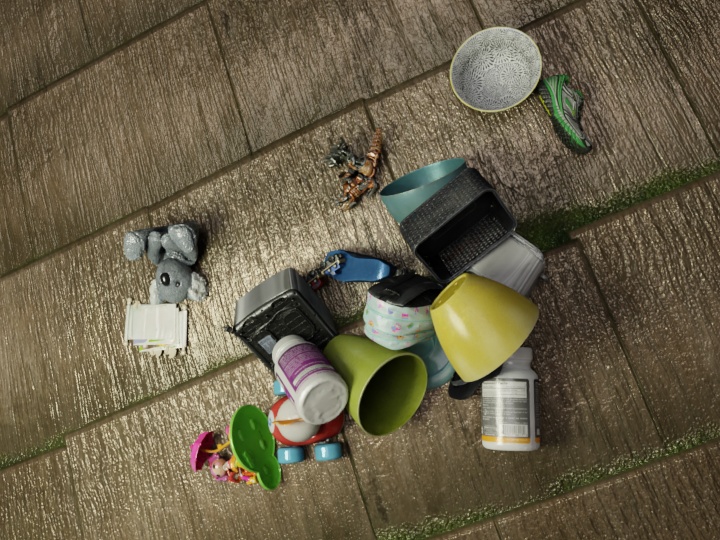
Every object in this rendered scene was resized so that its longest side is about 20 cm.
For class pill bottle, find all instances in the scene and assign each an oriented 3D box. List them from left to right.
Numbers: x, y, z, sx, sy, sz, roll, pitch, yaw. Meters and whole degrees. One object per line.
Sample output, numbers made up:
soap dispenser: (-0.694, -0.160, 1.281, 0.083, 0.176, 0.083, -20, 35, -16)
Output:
pill bottle: (-0.111, 0.216, 1.313, 0.113, 0.112, 0.200, -51, 36, 2)
pill bottle: (0.303, 0.259, 1.294, 0.115, 0.116, 0.202, -2, 78, 17)

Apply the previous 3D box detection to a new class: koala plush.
koala plush: (-0.464, -0.013, 1.585, 0.176, 0.184, 0.202, -8, 98, 4)

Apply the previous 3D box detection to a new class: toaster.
toaster: (-0.179, 0.113, 1.435, 0.180, 0.200, 0.119, -34, 31, 9)
toaster: (0.296, -0.015, 1.354, 0.200, 0.114, 0.129, 38, 88, 22)

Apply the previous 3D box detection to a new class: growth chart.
growth chart: (-0.524, 0.147, 1.628, 0.198, 0.018, 0.146, 3, 81, 18)

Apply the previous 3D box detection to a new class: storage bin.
storage bin: (0.196, -0.090, 1.288, 0.200, 0.135, 0.094, -39, 38, 9)

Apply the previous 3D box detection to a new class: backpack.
backpack: (0.097, 0.080, 1.313, 0.166, 0.199, 0.128, 16, 109, 36)

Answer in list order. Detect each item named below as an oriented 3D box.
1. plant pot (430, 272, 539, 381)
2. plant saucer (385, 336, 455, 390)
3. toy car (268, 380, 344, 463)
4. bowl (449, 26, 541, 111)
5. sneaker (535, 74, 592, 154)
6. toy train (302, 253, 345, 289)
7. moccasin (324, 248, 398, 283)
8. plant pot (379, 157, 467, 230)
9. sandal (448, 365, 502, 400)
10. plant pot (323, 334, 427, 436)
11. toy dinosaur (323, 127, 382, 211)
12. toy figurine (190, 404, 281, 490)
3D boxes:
plant pot: (0.217, 0.089, 1.217, 0.142, 0.200, 0.200, 45, 94, -4)
plant saucer: (0.135, 0.163, 1.413, 0.198, 0.027, 0.202, -4, 78, 18)
toy car: (-0.141, 0.321, 1.375, 0.175, 0.200, 0.186, -9, 76, 15)
bowl: (0.309, -0.435, 1.441, 0.199, 0.094, 0.203, -3, 79, 17)
sneaker: (0.456, -0.346, 1.386, 0.085, 0.078, 0.201, -24, 73, 11)
toy train: (-0.106, 0.022, 1.481, 0.200, 0.034, 0.046, -37, 79, 31)
moccasin: (0.000, 0.000, 1.461, 0.199, 0.068, 0.081, 17, 98, 43)
plant pot: (0.156, -0.144, 1.398, 0.199, 0.200, 0.136, -19, 106, 13)
sandal: (0.225, 0.205, 1.304, 0.042, 0.200, 0.077, 15, 55, -13)
plant pot: (0.010, 0.218, 1.363, 0.199, 0.187, 0.188, 30, 89, 46)
toy dinosaur: (-0.009, -0.245, 1.521, 0.135, 0.102, 0.201, 31, 71, 5)
toy figurine: (-0.302, 0.427, 1.465, 0.183, 0.150, 0.201, -22, 98, 26)
